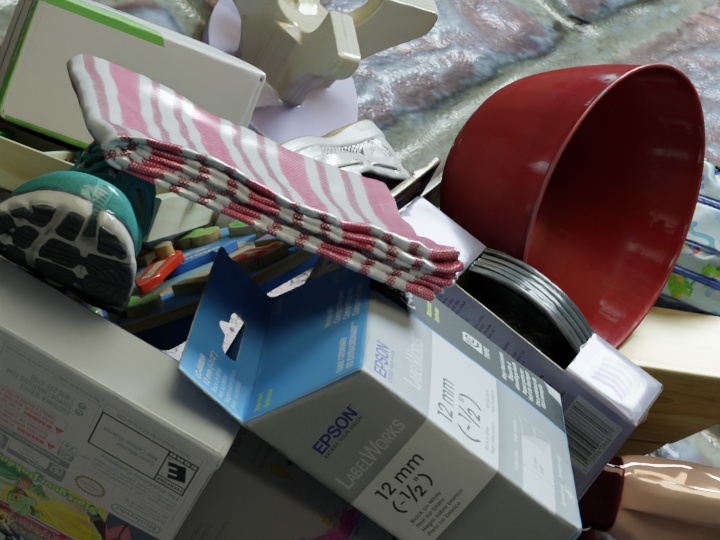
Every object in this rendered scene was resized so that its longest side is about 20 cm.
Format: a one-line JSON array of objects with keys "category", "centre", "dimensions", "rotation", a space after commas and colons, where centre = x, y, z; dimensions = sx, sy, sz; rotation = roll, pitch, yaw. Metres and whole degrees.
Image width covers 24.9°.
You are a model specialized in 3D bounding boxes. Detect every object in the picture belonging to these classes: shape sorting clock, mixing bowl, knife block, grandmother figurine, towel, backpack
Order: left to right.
[{"category": "shape sorting clock", "centre": [-0.112, 0.003, 0.963], "dimensions": [0.200, 0.199, 0.040], "rotation": [-34, 113, -50]}, {"category": "towel", "centre": [-0.052, -0.053, 0.832], "dimensions": [0.199, 0.030, 0.146], "rotation": [23, 13, -25]}, {"category": "mixing bowl", "centre": [0.120, -0.047, 1.031], "dimensions": [0.108, 0.202, 0.199], "rotation": [23, 29, 35]}, {"category": "knife block", "centre": [0.146, 0.054, 1.087], "dimensions": [0.176, 0.199, 0.064], "rotation": [47, 28, -32]}, {"category": "grandmother figurine", "centre": [0.165, 0.144, 1.060], "dimensions": [0.198, 0.061, 0.122], "rotation": [9, 77, -5]}, {"category": "backpack", "centre": [0.217, -0.017, 1.189], "dimensions": [0.162, 0.200, 0.155], "rotation": [27, 60, -6]}]

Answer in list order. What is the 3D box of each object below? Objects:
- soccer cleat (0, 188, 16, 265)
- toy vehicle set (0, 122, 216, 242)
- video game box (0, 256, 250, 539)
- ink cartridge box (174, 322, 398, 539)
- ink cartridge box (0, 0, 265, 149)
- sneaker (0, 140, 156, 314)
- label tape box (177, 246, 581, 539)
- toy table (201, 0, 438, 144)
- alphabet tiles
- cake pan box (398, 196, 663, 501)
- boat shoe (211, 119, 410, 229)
[{"category": "soccer cleat", "centre": [-0.234, -0.003, 0.938], "dimensions": [0.078, 0.069, 0.200], "rotation": [60, 24, -4]}, {"category": "toy vehicle set", "centre": [-0.162, -0.058, 1.009], "dimensions": [0.123, 0.027, 0.200], "rotation": [21, 7, 3]}, {"category": "video game box", "centre": [-0.175, 0.082, 0.817], "dimensions": [0.199, 0.183, 0.047], "rotation": [31, 40, -3]}, {"category": "ink cartridge box", "centre": [-0.015, 0.139, 0.914], "dimensions": [0.199, 0.126, 0.129], "rotation": [31, 38, -2]}, {"category": "ink cartridge box", "centre": [-0.158, -0.124, 1.057], "dimensions": [0.144, 0.085, 0.200], "rotation": [19, 6, -18]}, {"category": "sneaker", "centre": [-0.136, -0.030, 0.800], "dimensions": [0.077, 0.080, 0.200], "rotation": [24, -6, -7]}, {"category": "label tape box", "centre": [0.013, 0.058, 0.814], "dimensions": [0.200, 0.066, 0.143], "rotation": [39, 19, -12]}, {"category": "toy table", "centre": [-0.046, -0.184, 1.252], "dimensions": [0.183, 0.117, 0.201], "rotation": [3, 48, -33]}, {"category": "alphabet tiles", "centre": [0.000, 0.000, 1.041], "dimensions": [0.008, 0.168, 0.200], "rotation": [37, 38, 10]}, {"category": "cake pan box", "centre": [0.057, 0.080, 0.969], "dimensions": [0.184, 0.201, 0.052], "rotation": [36, 40, 9]}, {"category": "boat shoe", "centre": [-0.026, -0.053, 1.159], "dimensions": [0.069, 0.071, 0.200], "rotation": [42, 38, 14]}]
